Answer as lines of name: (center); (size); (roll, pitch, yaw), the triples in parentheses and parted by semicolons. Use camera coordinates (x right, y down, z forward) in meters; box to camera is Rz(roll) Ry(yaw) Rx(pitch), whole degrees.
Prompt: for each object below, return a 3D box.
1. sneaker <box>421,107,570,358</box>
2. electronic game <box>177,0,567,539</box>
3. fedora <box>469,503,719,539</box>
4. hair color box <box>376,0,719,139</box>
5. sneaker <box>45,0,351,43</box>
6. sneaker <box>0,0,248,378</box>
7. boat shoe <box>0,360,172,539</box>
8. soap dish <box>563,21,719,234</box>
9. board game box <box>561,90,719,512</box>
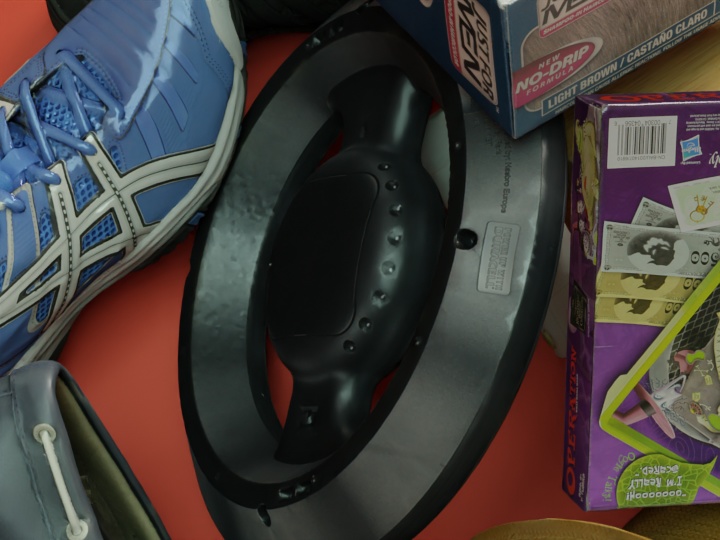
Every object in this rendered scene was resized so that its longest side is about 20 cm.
sneaker: (0.124, -0.052, 0.952); (0.199, 0.074, 0.116); (-34, 91, -7)
electronic game: (0.000, 0.000, 0.893); (0.041, 0.200, 0.201); (17, 76, -30)
fedora: (0.118, 0.130, 0.856); (0.200, 0.201, 0.082); (32, 57, 11)
hair color box: (0.027, -0.138, 0.859); (0.100, 0.061, 0.200); (-30, 54, -17)
sneaker: (-0.014, -0.119, 0.948); (0.198, 0.104, 0.060); (1, 62, 3)
sneaker: (-0.108, -0.020, 0.926); (0.076, 0.077, 0.201); (37, 98, 19)
boat shoe: (-0.065, 0.116, 0.886); (0.062, 0.075, 0.201); (-29, 101, 18)
soap dish: (0.166, 0.001, 0.879); (0.157, 0.081, 0.201); (-33, 108, -6)
board game box: (0.158, 0.005, 0.821); (0.199, 0.032, 0.121); (-2, 99, -15)
